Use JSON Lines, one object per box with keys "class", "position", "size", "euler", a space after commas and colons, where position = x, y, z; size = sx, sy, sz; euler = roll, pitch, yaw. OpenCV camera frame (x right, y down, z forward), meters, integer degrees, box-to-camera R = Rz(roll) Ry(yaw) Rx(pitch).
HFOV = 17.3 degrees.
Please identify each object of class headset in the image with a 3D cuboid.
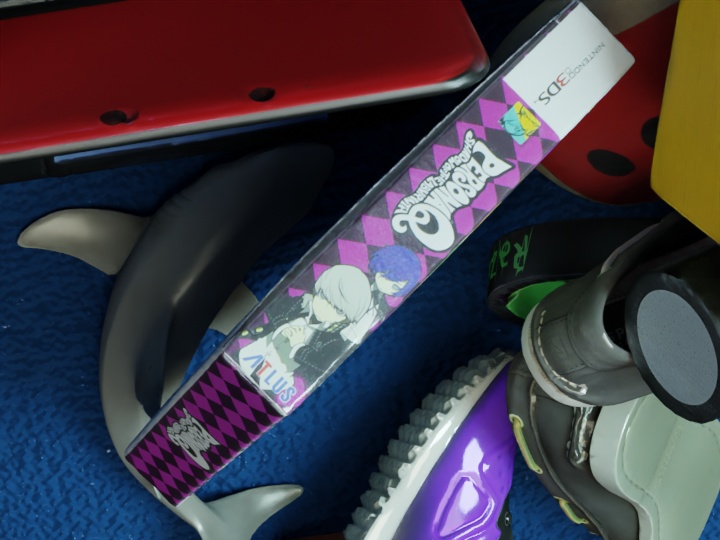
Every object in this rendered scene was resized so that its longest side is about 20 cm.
{"class": "headset", "position": [0.151, 0.023, 0.979], "size": [0.199, 0.124, 0.094], "euler": [5, 76, -9]}

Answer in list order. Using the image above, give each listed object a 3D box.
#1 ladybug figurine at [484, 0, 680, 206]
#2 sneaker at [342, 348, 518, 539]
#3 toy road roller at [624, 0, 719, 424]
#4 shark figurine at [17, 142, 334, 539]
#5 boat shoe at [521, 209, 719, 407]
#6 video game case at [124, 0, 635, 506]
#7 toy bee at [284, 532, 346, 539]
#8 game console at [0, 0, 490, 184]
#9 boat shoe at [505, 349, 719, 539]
{"class": "ladybug figurine", "position": [0.126, -0.078, 0.895], "size": [0.135, 0.072, 0.200], "euler": [-8, 166, -26]}
{"class": "sneaker", "position": [0.040, 0.135, 1.025], "size": [0.099, 0.070, 0.201], "euler": [30, 86, -6]}
{"class": "toy road roller", "position": [0.184, -0.016, 0.778], "size": [0.123, 0.146, 0.201], "euler": [-20, 131, -28]}
{"class": "shark figurine", "position": [-0.077, 0.053, 0.984], "size": [0.128, 0.090, 0.215], "euler": [-1, 119, -9]}
{"class": "boat shoe", "position": [0.153, -0.005, 0.893], "size": [0.200, 0.057, 0.067], "euler": [-26, 86, -23]}
{"class": "video game case", "position": [0.000, 0.000, 0.865], "size": [0.036, 0.200, 0.181], "euler": [45, 69, 0]}
{"class": "toy bee", "position": [-0.003, 0.226, 1.089], "size": [0.131, 0.109, 0.200], "euler": [-25, 122, 2]}
{"class": "game console", "position": [-0.061, -0.053, 0.866], "size": [0.199, 0.119, 0.173], "euler": [-9, 150, -4]}
{"class": "boat shoe", "position": [0.112, 0.079, 1.024], "size": [0.072, 0.060, 0.201], "euler": [-63, 156, -14]}
